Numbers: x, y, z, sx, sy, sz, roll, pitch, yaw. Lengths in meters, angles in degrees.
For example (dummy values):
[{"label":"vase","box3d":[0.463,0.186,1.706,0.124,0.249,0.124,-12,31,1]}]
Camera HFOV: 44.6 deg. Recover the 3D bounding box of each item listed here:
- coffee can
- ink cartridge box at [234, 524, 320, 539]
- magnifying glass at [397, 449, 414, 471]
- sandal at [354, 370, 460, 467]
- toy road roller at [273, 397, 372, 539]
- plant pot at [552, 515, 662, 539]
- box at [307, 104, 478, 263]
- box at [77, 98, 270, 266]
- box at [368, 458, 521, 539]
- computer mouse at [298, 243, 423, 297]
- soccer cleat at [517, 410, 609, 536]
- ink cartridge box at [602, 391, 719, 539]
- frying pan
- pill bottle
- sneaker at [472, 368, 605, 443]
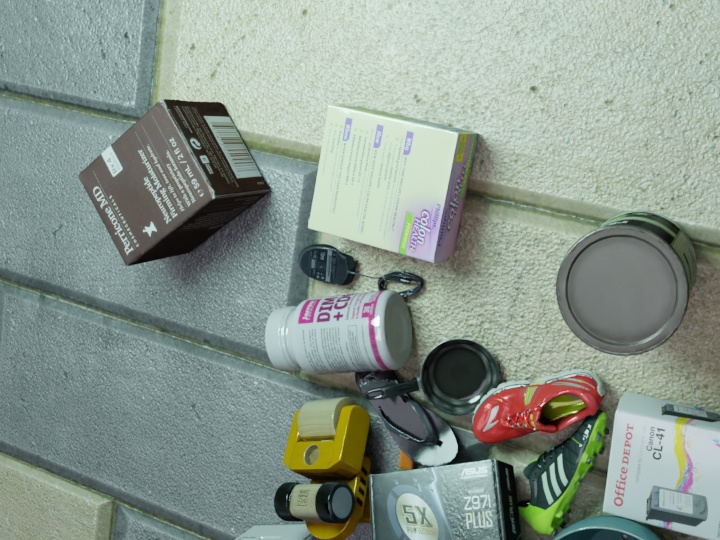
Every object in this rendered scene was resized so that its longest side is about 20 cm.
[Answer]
[{"label":"coffee can","box3d":[0.328,0.009,1.067,0.144,0.199,0.149,4,99,23]},{"label":"ink cartridge box","box3d":[-0.116,0.518,1.412,0.143,0.084,0.203,-9,95,25]},{"label":"magnifying glass","box3d":[0.068,0.320,1.335,0.078,0.022,0.203,10,104,23]},{"label":"sandal","box3d":[0.061,0.213,1.288,0.200,0.043,0.076,44,94,18]},{"label":"toy road roller","box3d":[-0.032,0.306,1.332,0.122,0.145,0.203,-12,58,40]},{"label":"plant pot","box3d":[0.338,0.410,1.162,0.197,0.134,0.204,4,99,24]},{"label":"box","box3d":[0.045,-0.126,1.232,0.197,0.096,0.179,16,104,22]},{"label":"box","box3d":[-0.281,-0.135,1.340,0.199,0.164,0.167,-33,84,25]},{"label":"box","box3d":[0.120,0.362,1.229,0.197,0.086,0.166,-12,68,24]},{"label":"computer mouse","box3d":[0.000,0.000,1.312,0.197,0.034,0.060,15,113,15]},{"label":"soccer cleat","box3d":[0.274,0.271,1.211,0.081,0.067,0.202,32,111,30]},{"label":"ink cartridge box","box3d":[0.422,0.255,1.128,0.197,0.085,0.150,9,102,21]},{"label":"frying pan","box3d":[0.111,0.172,1.262,0.189,0.031,0.116,-33,98,12]},{"label":"pill bottle","box3d":[-0.033,0.094,1.292,0.197,0.113,0.115,-7,95,25]},{"label":"sneaker","box3d":[0.235,0.191,1.195,0.198,0.085,0.078,-26,99,25]}]
